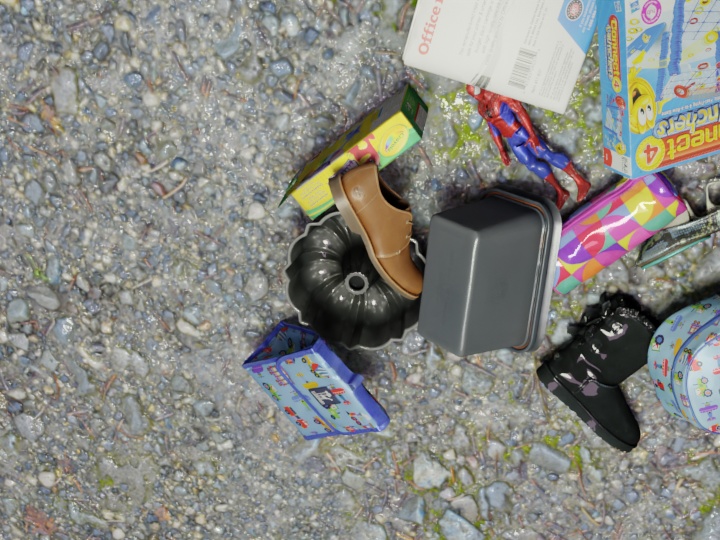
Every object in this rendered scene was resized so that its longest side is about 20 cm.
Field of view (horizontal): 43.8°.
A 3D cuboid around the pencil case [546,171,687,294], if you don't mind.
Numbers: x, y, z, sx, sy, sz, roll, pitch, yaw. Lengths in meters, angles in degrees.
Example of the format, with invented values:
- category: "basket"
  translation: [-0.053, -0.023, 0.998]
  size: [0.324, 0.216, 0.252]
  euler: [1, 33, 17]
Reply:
- category: "pencil case"
  translation: [0.303, -0.057, 1.107]
  size: [0.088, 0.089, 0.200]
  euler: [43, 115, -12]

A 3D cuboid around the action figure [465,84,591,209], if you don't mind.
- category: "action figure"
  translation: [0.197, -0.157, 1.090]
  size: [0.200, 0.052, 0.065]
  euler: [47, 150, -12]

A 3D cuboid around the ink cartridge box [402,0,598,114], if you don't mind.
- category: "ink cartridge box"
  translation: [0.161, -0.285, 1.019]
  size: [0.197, 0.085, 0.148]
  euler: [18, 117, 1]

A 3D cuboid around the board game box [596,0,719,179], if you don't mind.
- category: "board game box"
  translation: [0.361, -0.224, 0.985]
  size: [0.197, 0.056, 0.199]
  euler: [-17, 115, -13]

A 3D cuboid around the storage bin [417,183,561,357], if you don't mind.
- category: "storage bin"
  translation: [0.142, 0.004, 1.106]
  size: [0.145, 0.133, 0.204]
  euler: [27, 118, 44]

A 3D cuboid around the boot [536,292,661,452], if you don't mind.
- category: "boot"
  translation: [0.351, 0.136, 1.205]
  size: [0.197, 0.074, 0.163]
  euler: [39, 110, -12]

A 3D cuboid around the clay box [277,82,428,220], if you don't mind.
- category: "clay box"
  translation: [-0.009, -0.139, 1.102]
  size: [0.199, 0.115, 0.048]
  euler: [-35, 107, 24]

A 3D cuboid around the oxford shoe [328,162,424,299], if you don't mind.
- category: "oxford shoe"
  translation: [0.039, -0.043, 1.066]
  size: [0.070, 0.072, 0.201]
  euler: [-25, 128, 12]

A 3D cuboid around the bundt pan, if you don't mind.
- category: "bundt pan"
  translation: [0.000, 0.000, 1.189]
  size: [0.198, 0.076, 0.205]
  euler: [4, 117, 8]

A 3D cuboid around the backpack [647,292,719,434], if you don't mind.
- category: "backpack"
  translation: [0.470, 0.119, 1.115]
  size: [0.197, 0.135, 0.185]
  euler: [-23, 112, 3]

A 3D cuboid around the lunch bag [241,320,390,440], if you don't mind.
- category: "lunch bag"
  translation: [-0.047, 0.149, 1.206]
  size: [0.151, 0.094, 0.199]
  euler: [51, 153, -16]

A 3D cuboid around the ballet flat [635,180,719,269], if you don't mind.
- category: "ballet flat"
  translation: [0.423, -0.068, 1.100]
  size: [0.197, 0.075, 0.075]
  euler: [-24, 110, 18]
